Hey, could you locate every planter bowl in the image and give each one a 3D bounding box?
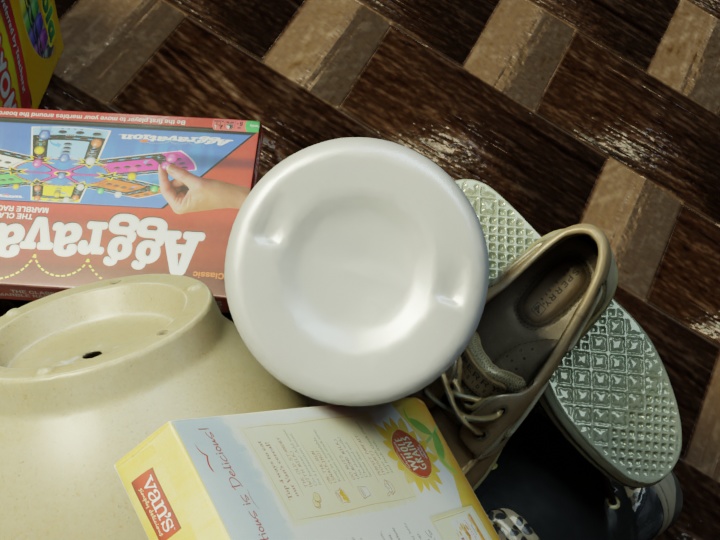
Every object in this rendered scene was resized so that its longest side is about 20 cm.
[{"bbox_3d":[-0.110,0.084,0.853,0.199,0.135,0.200,-11,20,4],"label":"planter bowl"}]

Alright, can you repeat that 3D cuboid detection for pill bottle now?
[{"bbox_3d":[0.000,0.000,0.868,0.114,0.114,0.200,31,1,1],"label":"pill bottle"}]

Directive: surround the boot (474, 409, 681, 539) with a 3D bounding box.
[{"bbox_3d":[0.072,0.107,1.049,0.200,0.073,0.150,45,44,11],"label":"boot"}]

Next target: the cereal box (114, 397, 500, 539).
[{"bbox_3d":[-0.001,0.125,0.763,0.200,0.039,0.144,2,56,-58],"label":"cereal box"}]

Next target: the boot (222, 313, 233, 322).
[{"bbox_3d":[-0.103,0.005,1.042,0.150,0.200,0.073,36,72,-40],"label":"boot"}]

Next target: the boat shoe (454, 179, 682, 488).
[{"bbox_3d":[0.102,0.037,1.022,0.075,0.062,0.200,-38,81,-21],"label":"boat shoe"}]

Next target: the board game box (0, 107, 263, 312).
[{"bbox_3d":[-0.153,-0.033,0.931,0.199,0.019,0.103,3,64,5],"label":"board game box"}]

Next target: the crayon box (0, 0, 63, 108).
[{"bbox_3d":[-0.224,-0.144,1.088,0.051,0.127,0.200,2,43,8],"label":"crayon box"}]

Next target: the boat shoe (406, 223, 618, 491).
[{"bbox_3d":[0.057,0.055,0.952,0.071,0.065,0.200,37,86,10],"label":"boat shoe"}]
